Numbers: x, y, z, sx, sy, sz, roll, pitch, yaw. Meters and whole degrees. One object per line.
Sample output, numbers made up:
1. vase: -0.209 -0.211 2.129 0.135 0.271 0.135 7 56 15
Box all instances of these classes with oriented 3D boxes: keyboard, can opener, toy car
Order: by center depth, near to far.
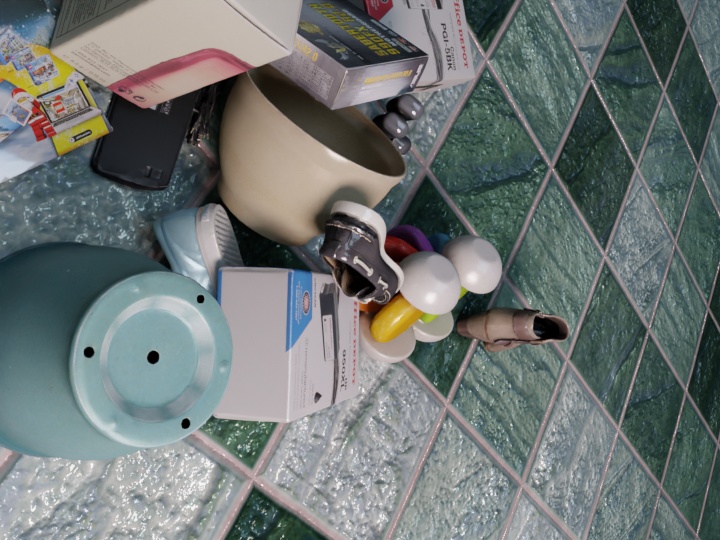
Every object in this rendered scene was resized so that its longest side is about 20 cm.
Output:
1. keyboard: -0.201 -0.172 0.730 0.104 0.040 0.200 19 74 -19
2. can opener: 0.052 -0.177 0.866 0.067 0.200 0.053 40 95 -11
3. toy car: 0.067 0.012 0.907 0.200 0.175 0.150 -20 66 -42

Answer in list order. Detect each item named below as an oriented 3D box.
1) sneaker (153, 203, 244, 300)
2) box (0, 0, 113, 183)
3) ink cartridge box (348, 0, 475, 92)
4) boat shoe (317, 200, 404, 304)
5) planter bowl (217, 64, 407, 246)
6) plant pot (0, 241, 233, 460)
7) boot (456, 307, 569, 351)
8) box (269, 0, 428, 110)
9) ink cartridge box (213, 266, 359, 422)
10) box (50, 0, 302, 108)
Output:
1. sneaker: -0.163 0.022 0.736 0.074 0.082 0.200 -78 162 -60
2. box: -0.330 -0.140 0.590 0.200 0.038 0.137 -39 115 -38
3. ink cartridge box: 0.055 -0.316 0.939 0.200 0.083 0.147 -19 100 -42
4. boat shoe: 0.000 0.000 0.722 0.200 0.074 0.060 75 36 -68
5. planter bowl: -0.069 -0.112 0.747 0.200 0.200 0.135 14 123 -43
6. plant pot: -0.212 0.070 0.592 0.200 0.188 0.201 2 87 -45
7. boot: 0.249 0.090 1.064 0.200 0.146 0.070 5 83 -44
8. box: -0.047 -0.257 0.764 0.158 0.200 0.048 -27 150 -49
9. ink cartridge box: -0.070 0.072 0.746 0.200 0.084 0.145 7 84 -72
10. box: -0.157 -0.242 0.615 0.109 0.200 0.128 30 62 -49
